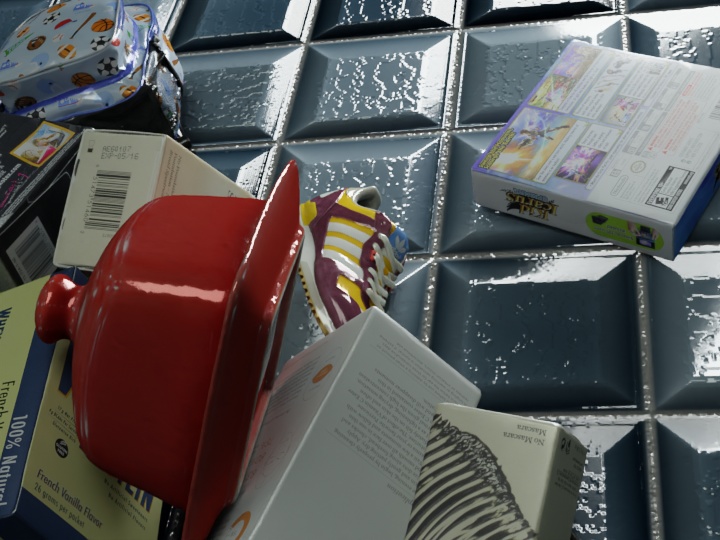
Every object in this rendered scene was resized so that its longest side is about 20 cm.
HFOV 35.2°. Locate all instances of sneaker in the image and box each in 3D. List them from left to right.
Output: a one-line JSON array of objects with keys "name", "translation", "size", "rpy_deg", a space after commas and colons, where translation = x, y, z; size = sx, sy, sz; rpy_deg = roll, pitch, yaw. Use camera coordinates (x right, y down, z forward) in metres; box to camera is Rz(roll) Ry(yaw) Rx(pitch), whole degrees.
[{"name": "sneaker", "translation": [0.000, 0.000, 0.902], "size": [0.090, 0.075, 0.200], "rpy_deg": [-22, 45, 1]}]

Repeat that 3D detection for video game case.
[{"name": "video game case", "translation": [0.221, -0.110, 0.974], "size": [0.181, 0.046, 0.200], "rpy_deg": [20, 53, 29]}]

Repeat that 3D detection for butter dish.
[{"name": "butter dish", "translation": [-0.124, 0.037, 0.689], "size": [0.147, 0.200, 0.200], "rpy_deg": [14, 27, 1]}]

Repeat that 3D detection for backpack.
[{"name": "backpack", "translation": [-0.265, -0.183, 1.112], "size": [0.199, 0.154, 0.191], "rpy_deg": [-12, 34, 8]}]

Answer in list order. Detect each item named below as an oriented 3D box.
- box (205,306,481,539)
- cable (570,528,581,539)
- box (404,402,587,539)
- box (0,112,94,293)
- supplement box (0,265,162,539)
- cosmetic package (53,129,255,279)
[{"name": "box", "translation": [-0.026, 0.141, 0.712], "size": [0.124, 0.097, 0.200], "rpy_deg": [-35, 20, 52]}, {"name": "cable", "translation": [0.134, 0.226, 0.680], "size": [0.097, 0.050, 0.200], "rpy_deg": [-31, 58, -32]}, {"name": "box", "translation": [0.066, 0.183, 0.648], "size": [0.082, 0.068, 0.200], "rpy_deg": [6, 74, 27]}, {"name": "box", "translation": [-0.250, -0.001, 0.881], "size": [0.114, 0.200, 0.132], "rpy_deg": [11, 49, 27]}, {"name": "supplement box", "translation": [-0.249, 0.135, 0.760], "size": [0.199, 0.134, 0.200], "rpy_deg": [-19, 42, 18]}, {"name": "cosmetic package", "translation": [-0.137, -0.024, 0.857], "size": [0.073, 0.200, 0.104], "rpy_deg": [6, 79, 23]}]
